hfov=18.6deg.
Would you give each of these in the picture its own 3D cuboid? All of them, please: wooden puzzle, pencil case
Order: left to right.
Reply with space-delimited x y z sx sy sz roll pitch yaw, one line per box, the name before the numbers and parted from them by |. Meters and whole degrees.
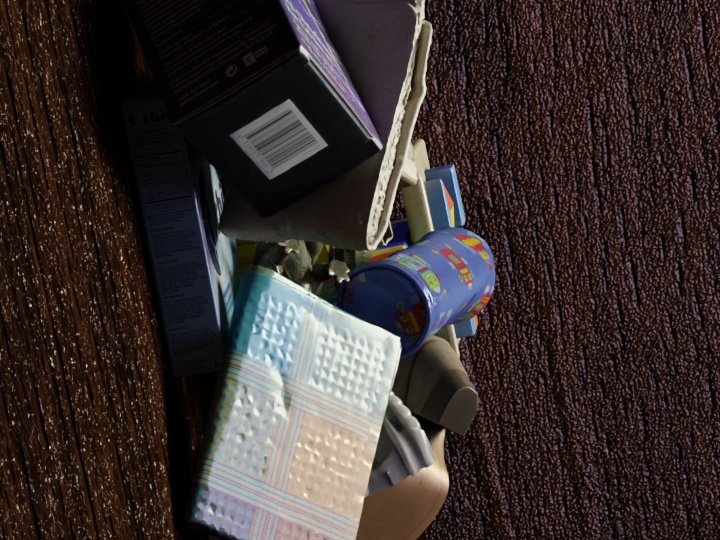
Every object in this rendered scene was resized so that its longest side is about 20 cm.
pencil case | 0.045 0.018 1.735 0.078 0.087 0.200 55 21 4
wooden puzzle | 0.074 -0.019 1.955 0.200 0.046 0.186 -74 151 -80

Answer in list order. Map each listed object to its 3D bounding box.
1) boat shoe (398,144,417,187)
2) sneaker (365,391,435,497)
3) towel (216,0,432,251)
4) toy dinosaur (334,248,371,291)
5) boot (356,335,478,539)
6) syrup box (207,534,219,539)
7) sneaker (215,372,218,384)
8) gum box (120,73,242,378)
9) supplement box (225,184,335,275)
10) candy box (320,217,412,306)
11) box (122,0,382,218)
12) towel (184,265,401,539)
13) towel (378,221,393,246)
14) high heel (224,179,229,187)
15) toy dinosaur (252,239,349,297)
boat shoe | 0.001 -0.112 1.732 0.200 0.072 0.065 31 57 -70
sneaker | -0.030 0.103 1.690 0.200 0.082 0.075 40 -21 46
towel | -0.024 -0.110 1.597 0.034 0.132 0.201 40 61 -54
toy dinosaur | 0.000 0.000 1.777 0.088 0.047 0.201 -57 153 -58
boot | 0.018 0.142 1.763 0.070 0.200 0.146 40 -7 -26
syrup box | -0.064 0.221 1.648 0.079 0.081 0.201 -92 173 -66
sneaker | -0.067 0.127 1.794 0.073 0.084 0.201 -91 169 -51
gum box | -0.127 -0.040 1.618 0.170 0.044 0.201 -79 160 -77
supplement box | -0.089 -0.092 1.794 0.109 0.109 0.201 -78 159 -77
candy box | -0.029 0.019 1.933 0.200 0.168 0.077 -76 152 -79
box | -0.087 -0.164 1.541 0.148 0.104 0.201 47 16 -56
towel | -0.047 0.112 1.567 0.146 0.022 0.201 29 61 -30
towel | -0.062 -0.114 1.884 0.034 0.199 0.194 -19 104 -45
high heel | -0.050 -0.142 1.704 0.201 0.067 0.096 -68 155 -22
toy dinosaur | -0.056 -0.004 1.675 0.102 0.077 0.201 -49 -145 38
